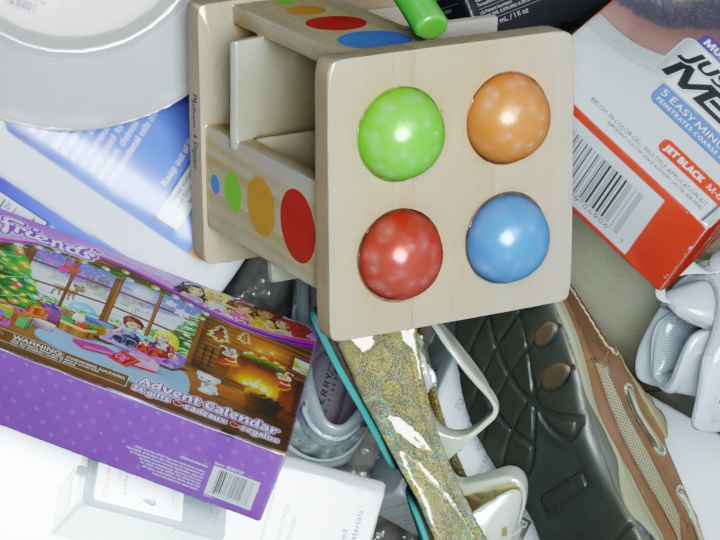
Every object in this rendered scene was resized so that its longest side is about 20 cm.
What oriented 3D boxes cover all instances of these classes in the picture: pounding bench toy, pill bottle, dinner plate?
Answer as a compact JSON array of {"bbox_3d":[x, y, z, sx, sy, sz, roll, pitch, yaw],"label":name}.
[{"bbox_3d":[0.012,-0.089,1.319,0.124,0.156,0.201,-10,110,-27],"label":"pounding bench toy"},{"bbox_3d":[-0.145,-0.059,1.438,0.200,0.112,0.112,34,77,-8],"label":"pill bottle"},{"bbox_3d":[-0.136,-0.165,1.373,0.200,0.024,0.201,0,89,-5],"label":"dinner plate"}]

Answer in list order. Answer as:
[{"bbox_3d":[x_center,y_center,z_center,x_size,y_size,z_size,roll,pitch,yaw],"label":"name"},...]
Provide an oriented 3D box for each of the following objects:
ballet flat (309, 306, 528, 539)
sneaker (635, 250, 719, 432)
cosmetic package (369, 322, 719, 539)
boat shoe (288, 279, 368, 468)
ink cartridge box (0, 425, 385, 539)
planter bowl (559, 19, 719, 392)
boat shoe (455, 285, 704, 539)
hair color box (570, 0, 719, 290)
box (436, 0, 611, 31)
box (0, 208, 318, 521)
[{"bbox_3d":[0.042,0.091,1.397,0.071,0.071,0.200,-26,99,-15],"label":"ballet flat"},{"bbox_3d":[0.198,0.065,1.429,0.115,0.075,0.200,-18,118,-15],"label":"sneaker"},{"bbox_3d":[0.114,0.114,1.499,0.200,0.081,0.113,27,76,-9],"label":"cosmetic package"},{"bbox_3d":[-0.002,0.000,1.482,0.074,0.065,0.202,20,66,-11],"label":"boat shoe"},{"bbox_3d":[-0.106,0.114,1.410,0.200,0.145,0.084,17,82,-11],"label":"ink cartridge box"},{"bbox_3d":[0.160,-0.042,1.501,0.200,0.135,0.201,1,84,-14],"label":"planter bowl"},{"bbox_3d":[0.110,0.082,1.431,0.074,0.076,0.200,-7,73,-48],"label":"boat shoe"},{"bbox_3d":[0.169,-0.095,1.397,0.111,0.064,0.200,43,54,8],"label":"hair color box"},{"bbox_3d":[0.104,-0.204,1.516,0.200,0.079,0.141,-23,98,-24],"label":"box"},{"bbox_3d":[-0.123,0.034,1.340,0.200,0.137,0.039,21,113,-3],"label":"box"}]
